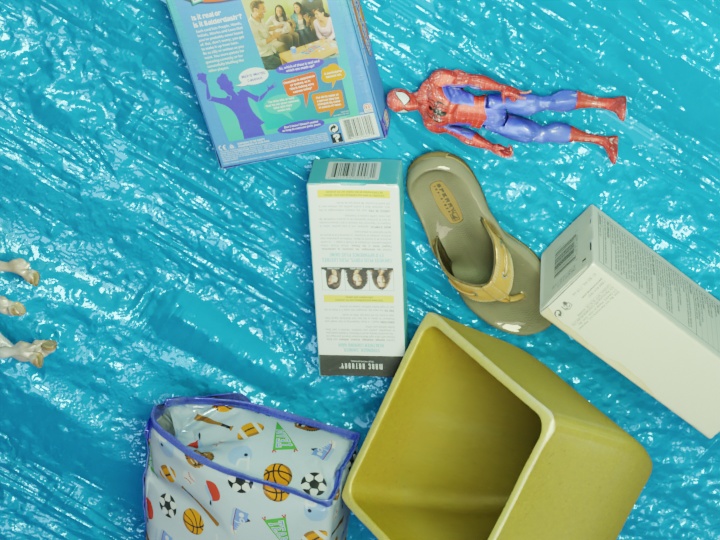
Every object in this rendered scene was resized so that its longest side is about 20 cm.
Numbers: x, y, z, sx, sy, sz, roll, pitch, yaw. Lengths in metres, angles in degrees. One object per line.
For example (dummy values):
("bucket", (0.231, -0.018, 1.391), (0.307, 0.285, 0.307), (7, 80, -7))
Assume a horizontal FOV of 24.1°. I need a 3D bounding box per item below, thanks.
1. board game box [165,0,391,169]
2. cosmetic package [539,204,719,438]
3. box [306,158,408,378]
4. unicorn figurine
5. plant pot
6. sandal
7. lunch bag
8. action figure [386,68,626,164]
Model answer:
("board game box", (-0.071, -0.192, 1.397), (0.151, 0.045, 0.201), (-9, 120, 12))
("cosmetic package", (0.253, 0.044, 1.472), (0.199, 0.104, 0.073), (37, 120, -14))
("box", (0.000, 0.000, 1.504), (0.082, 0.049, 0.201), (1, 122, 6))
("unicorn figurine", (-0.360, 0.058, 1.577), (0.136, 0.074, 0.202), (3, 108, 16))
("plant pot", (0.141, 0.178, 1.499), (0.199, 0.194, 0.197), (13, 108, -39))
("sandal", (0.102, -0.014, 1.481), (0.080, 0.054, 0.201), (-26, 115, 20))
("lunch bag", (-0.110, 0.215, 1.604), (0.198, 0.124, 0.171), (13, 125, 10))
("action figure", (0.120, -0.131, 1.413), (0.198, 0.052, 0.066), (9, 126, 4))
